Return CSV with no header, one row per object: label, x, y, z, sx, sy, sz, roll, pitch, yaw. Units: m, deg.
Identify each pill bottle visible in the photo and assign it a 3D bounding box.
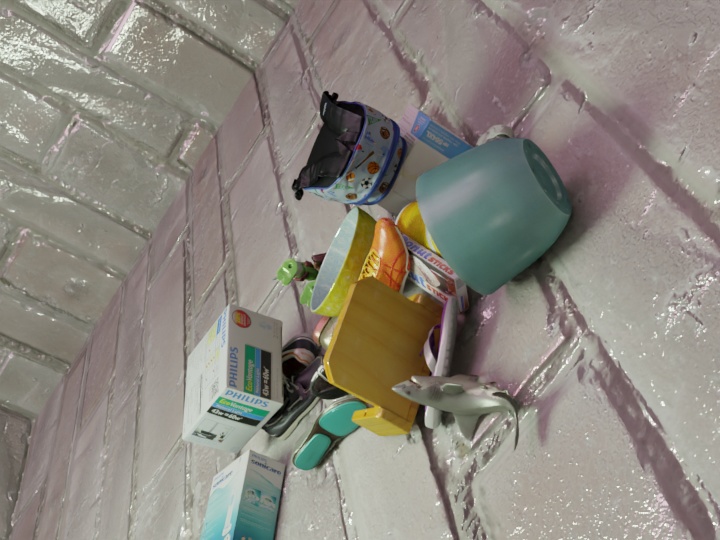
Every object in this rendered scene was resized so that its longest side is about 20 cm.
pill bottle,0.127,-0.065,1.592,0.199,0.108,0.110,-1,63,64

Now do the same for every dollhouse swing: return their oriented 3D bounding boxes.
dollhouse swing,0.016,0.127,1.495,0.182,0.174,0.202,-29,39,67

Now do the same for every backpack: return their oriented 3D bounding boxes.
backpack,-0.010,-0.195,1.657,0.190,0.152,0.203,-156,84,-72

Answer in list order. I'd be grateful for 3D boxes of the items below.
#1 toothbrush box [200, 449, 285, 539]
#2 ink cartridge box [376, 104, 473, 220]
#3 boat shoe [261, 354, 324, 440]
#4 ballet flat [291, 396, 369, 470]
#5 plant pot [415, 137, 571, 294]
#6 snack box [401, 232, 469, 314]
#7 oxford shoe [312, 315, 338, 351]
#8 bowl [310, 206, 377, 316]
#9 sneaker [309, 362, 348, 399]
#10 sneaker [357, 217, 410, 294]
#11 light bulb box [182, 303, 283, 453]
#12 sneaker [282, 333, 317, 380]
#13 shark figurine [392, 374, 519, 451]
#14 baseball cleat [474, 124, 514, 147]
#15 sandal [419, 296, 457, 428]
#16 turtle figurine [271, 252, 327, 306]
toothbrush box,-0.222,0.455,1.779,0.146,0.085,0.202,-42,31,40
ink cartridge box,0.100,-0.170,1.744,0.201,0.124,0.129,-57,24,10
boat shoe,-0.126,0.237,1.846,0.201,0.062,0.073,-55,25,18
ballet flat,-0.055,0.265,1.668,0.200,0.067,0.064,-49,19,28
plant pot,0.201,-0.092,1.377,0.160,0.200,0.202,-31,35,26
snack box,0.098,-0.006,1.551,0.024,0.073,0.199,-32,42,-21
oxford shoe,-0.006,0.069,1.807,0.075,0.070,0.201,35,95,40
bowl,0.000,0.000,1.701,0.200,0.107,0.202,-157,90,-79
sneaker,-0.012,0.137,1.725,0.200,0.076,0.116,-42,23,18
sneaker,0.033,0.009,1.561,0.073,0.076,0.202,38,137,42
light bulb box,-0.246,0.210,1.870,0.200,0.124,0.200,-47,34,39
sneaker,-0.163,0.210,1.934,0.200,0.078,0.080,-46,22,29
shark figurine,0.158,0.193,1.321,0.213,0.127,0.091,7,95,47
baseball cleat,0.224,-0.186,1.575,0.107,0.069,0.200,-61,24,4
sandal,0.110,0.130,1.437,0.083,0.049,0.205,75,-156,-64
turtle figurine,-0.101,0.046,1.884,0.198,0.194,0.146,-19,81,17
